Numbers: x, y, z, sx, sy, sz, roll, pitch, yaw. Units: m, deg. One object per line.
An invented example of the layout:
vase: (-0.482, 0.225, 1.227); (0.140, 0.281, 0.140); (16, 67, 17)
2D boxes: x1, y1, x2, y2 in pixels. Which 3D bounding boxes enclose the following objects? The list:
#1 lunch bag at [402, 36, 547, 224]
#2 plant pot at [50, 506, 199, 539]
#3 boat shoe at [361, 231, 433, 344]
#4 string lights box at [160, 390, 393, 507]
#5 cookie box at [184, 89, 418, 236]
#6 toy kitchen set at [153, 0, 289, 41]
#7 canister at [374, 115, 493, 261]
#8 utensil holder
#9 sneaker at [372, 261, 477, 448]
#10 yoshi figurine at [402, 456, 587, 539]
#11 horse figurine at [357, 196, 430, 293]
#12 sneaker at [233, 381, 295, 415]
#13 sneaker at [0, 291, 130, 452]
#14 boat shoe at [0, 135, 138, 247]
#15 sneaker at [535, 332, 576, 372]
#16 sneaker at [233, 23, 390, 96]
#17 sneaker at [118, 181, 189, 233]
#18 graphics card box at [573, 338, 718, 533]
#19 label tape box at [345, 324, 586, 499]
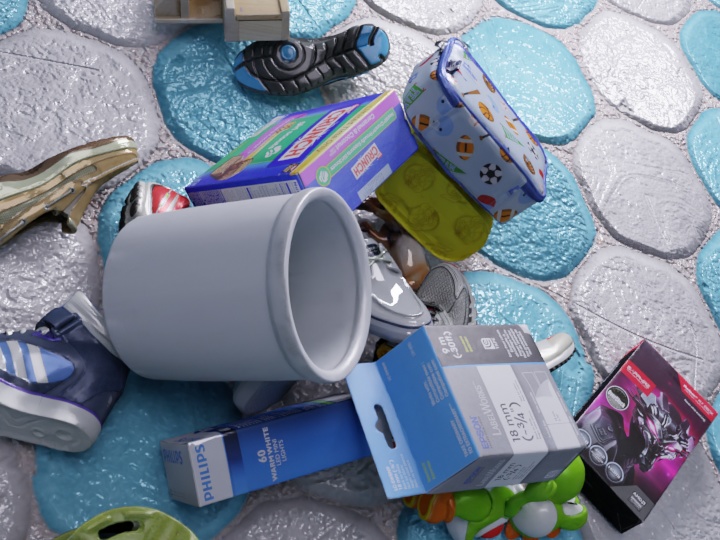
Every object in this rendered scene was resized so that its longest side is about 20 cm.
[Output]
lunch bag: (0.130, -0.161, 1.053); (0.201, 0.075, 0.161); (49, 30, -16)
plant pot: (-0.190, 0.275, 0.749); (0.196, 0.190, 0.203); (10, 58, -17)
boat shoe: (0.000, 0.000, 0.975); (0.073, 0.068, 0.199); (-19, 42, -40)
string lights box: (-0.080, 0.165, 0.906); (0.197, 0.102, 0.060); (-12, 88, -27)
cookie box: (-0.064, -0.109, 1.021); (0.171, 0.198, 0.076); (-45, 119, -35)
toy kitchen set: (-0.174, -0.402, 1.144); (0.160, 0.183, 0.202); (-4, 44, -10)
canister: (0.103, -0.128, 1.137); (0.148, 0.086, 0.201); (43, 38, -17)
utensil holder: (-0.112, 0.017, 0.876); (0.196, 0.171, 0.172); (-3, 51, 25)
sneaker: (0.062, 0.081, 0.993); (0.082, 0.077, 0.203); (44, 61, -48)
yoshi figurine: (0.150, 0.215, 0.978); (0.196, 0.112, 0.114); (11, 50, -19)
horse figurine: (0.036, -0.018, 1.098); (0.131, 0.050, 0.203); (3, 54, -34)
sneaker: (-0.088, 0.067, 0.993); (0.081, 0.075, 0.200); (27, 43, 13)
sneaker: (-0.315, 0.075, 0.892); (0.197, 0.081, 0.148); (19, 47, -7)
boat shoe: (-0.312, -0.074, 0.990); (0.198, 0.072, 0.077); (-29, 88, -25)
sneaker: (0.156, 0.095, 1.070); (0.198, 0.070, 0.094); (-25, 77, -29)
sneaker: (-0.061, -0.257, 1.199); (0.196, 0.082, 0.075); (-9, 91, -7)
sneaker: (-0.202, -0.003, 0.983); (0.084, 0.077, 0.203); (11, 60, -28)
graphics card box: (0.314, 0.186, 1.095); (0.126, 0.051, 0.199); (46, 56, 8)
label tape box: (0.097, 0.127, 0.896); (0.197, 0.064, 0.146); (1, 50, -32)
